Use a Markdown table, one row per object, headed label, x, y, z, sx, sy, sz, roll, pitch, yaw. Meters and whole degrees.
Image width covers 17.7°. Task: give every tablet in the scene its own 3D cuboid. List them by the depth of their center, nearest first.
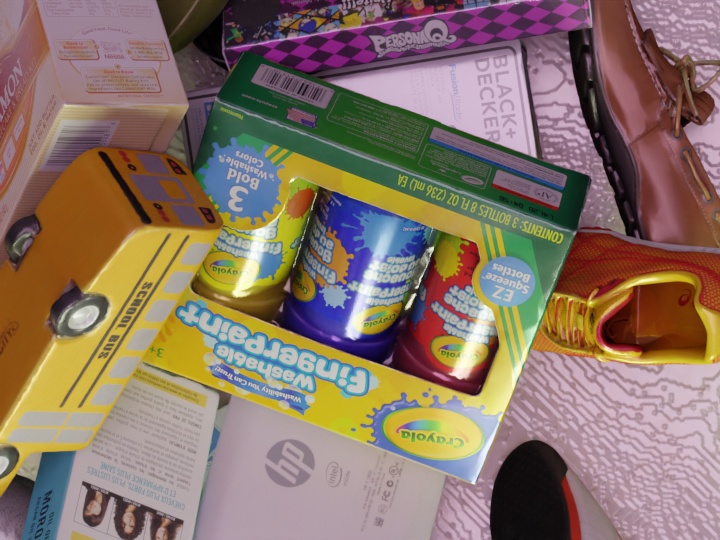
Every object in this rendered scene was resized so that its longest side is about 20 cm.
| label | x | y | z | sx | sy | sz | roll | pitch | yaw |
| --- | --- | --- | --- | --- | --- | --- | --- | --- | --- |
| tablet | -0.019 | 0.115 | 1.289 | 0.129 | 0.014 | 0.201 | 14 | 68 | 5 |

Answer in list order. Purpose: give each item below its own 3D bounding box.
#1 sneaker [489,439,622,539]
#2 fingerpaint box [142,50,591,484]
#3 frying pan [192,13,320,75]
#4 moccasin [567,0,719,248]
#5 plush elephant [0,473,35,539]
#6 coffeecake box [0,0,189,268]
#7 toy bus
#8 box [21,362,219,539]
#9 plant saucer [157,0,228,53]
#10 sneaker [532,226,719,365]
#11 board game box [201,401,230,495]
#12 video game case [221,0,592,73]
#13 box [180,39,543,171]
| label | x | y | z | sx | sy | sz | roll | pitch | yaw |
| --- | --- | --- | --- | --- | --- | --- | --- | --- | --- |
| sneaker | 0.147 | 0.191 | 1.300 | 0.067 | 0.108 | 0.202 | -46 | 48 | 32 |
| fingerpaint box | 0.000 | 0.000 | 1.232 | 0.199 | 0.073 | 0.167 | 21 | 120 | 1 |
| frying pan | -0.014 | -0.161 | 1.324 | 0.115 | 0.031 | 0.190 | 24 | 49 | 39 |
| moccasin | 0.168 | -0.085 | 1.290 | 0.077 | 0.074 | 0.202 | -19 | 86 | -1 |
| plush elephant | -0.237 | 0.165 | 1.301 | 0.155 | 0.200 | 0.165 | -39 | 112 | -27 |
| coffeecake box | -0.172 | -0.121 | 1.250 | 0.073 | 0.154 | 0.201 | -2 | 56 | -28 |
| toy bus | -0.155 | 0.031 | 1.199 | 0.065 | 0.078 | 0.200 | 53 | 123 | 33 |
| box | -0.138 | 0.148 | 1.260 | 0.082 | 0.049 | 0.201 | 25 | 58 | -25 |
| plant saucer | -0.099 | -0.199 | 1.283 | 0.031 | 0.200 | 0.201 | 19 | 93 | -31 |
| sneaker | 0.133 | 0.017 | 1.250 | 0.200 | 0.077 | 0.073 | -5 | 101 | 51 |
| board game box | -0.062 | 0.123 | 1.343 | 0.199 | 0.030 | 0.096 | -29 | 87 | 3 |
| video game case | 0.021 | -0.195 | 1.279 | 0.199 | 0.036 | 0.182 | -9 | 54 | 6 |
| box | 0.004 | -0.061 | 1.315 | 0.199 | 0.060 | 0.117 | -7 | 90 | 6 |
